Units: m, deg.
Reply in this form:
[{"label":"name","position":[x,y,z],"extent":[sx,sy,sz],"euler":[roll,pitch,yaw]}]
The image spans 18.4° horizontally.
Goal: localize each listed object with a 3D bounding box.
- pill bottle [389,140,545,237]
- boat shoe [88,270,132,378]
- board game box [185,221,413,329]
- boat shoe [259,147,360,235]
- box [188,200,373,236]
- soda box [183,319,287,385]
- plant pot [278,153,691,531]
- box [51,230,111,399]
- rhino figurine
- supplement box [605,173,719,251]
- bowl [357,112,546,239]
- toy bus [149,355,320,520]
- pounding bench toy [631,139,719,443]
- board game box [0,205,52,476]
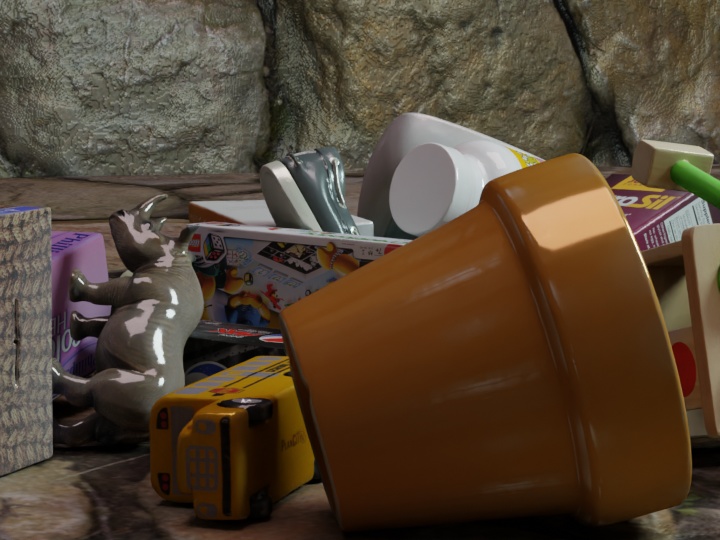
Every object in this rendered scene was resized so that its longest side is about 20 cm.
[{"label":"pill bottle","position":[0.118,-0.043,1.774],"extent":[0.200,0.105,0.104],"euler":[15,-5,-42]},{"label":"boat shoe","position":[-0.195,0.049,1.672],"extent":[0.200,0.063,0.071],"euler":[-26,45,-31]},{"label":"board game box","position":[-0.040,0.036,1.544],"extent":[0.200,0.127,0.035],"euler":[6,8,39]},{"label":"boat shoe","position":[0.000,0.000,1.585],"extent":[0.062,0.200,0.073],"euler":[-26,-13,-20]},{"label":"box","position":[-0.064,0.015,1.724],"extent":[0.097,0.125,0.200],"euler":[-2,7,-18]},{"label":"soda box","position":[-0.079,0.073,1.499],"extent":[0.200,0.064,0.071],"euler":[5,9,37]},{"label":"plant pot","position":[0.059,0.057,1.211],"extent":[0.183,0.201,0.200],"euler":[-17,9,-6]},{"label":"box","position":[-0.300,0.037,1.528],"extent":[0.199,0.097,0.176],"euler":[4,17,22]},{"label":"rhino figurine","position":[-0.149,0.030,1.467],"extent":[0.087,0.200,0.060],"euler":[8,-36,3]},{"label":"supplement box","position":[0.177,0.006,1.690],"extent":[0.200,0.086,0.110],"euler":[-32,24,-34]},{"label":"bowl","position":[0.091,-0.040,2.000],"extent":[0.200,0.075,0.200],"euler":[23,-31,0]},{"label":"toy bus","position":[-0.065,0.095,1.309],"extent":[0.078,0.065,0.200],"euler":[2,7,18]},{"label":"pounding bench toy","position":[0.229,0.003,1.382],"extent":[0.124,0.201,0.156],"euler":[-4,-7,-23]},{"label":"board game box","position":[-0.299,0.038,1.374],"extent":[0.199,0.160,0.097],"euler":[4,8,21]}]
